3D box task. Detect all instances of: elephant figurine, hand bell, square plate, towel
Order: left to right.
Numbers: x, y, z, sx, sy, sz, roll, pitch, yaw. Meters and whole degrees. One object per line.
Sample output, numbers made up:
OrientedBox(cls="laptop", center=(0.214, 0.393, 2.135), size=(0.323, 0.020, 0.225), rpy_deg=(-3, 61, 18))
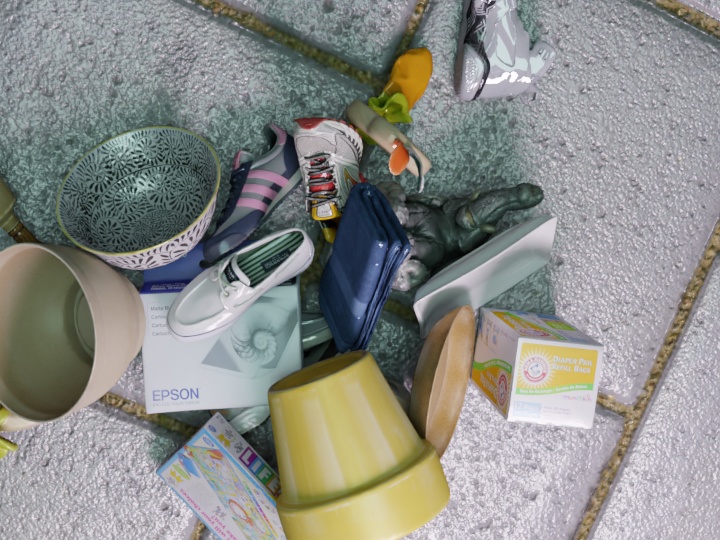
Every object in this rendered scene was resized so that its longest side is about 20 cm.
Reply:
OrientedBox(cls="hand bell", center=(-0.409, -0.046, 1.442), size=(0.104, 0.104, 0.200), rpy_deg=(-43, 114, 0))
OrientedBox(cls="towel", center=(0.000, 0.000, 1.418), size=(0.048, 0.113, 0.201), rpy_deg=(-7, 140, -24))
OrientedBox(cls="elephant figurine", center=(0.103, -0.044, 1.475), size=(0.197, 0.155, 0.144), rpy_deg=(-11, 114, -28))
OrientedBox(cls="square plate", center=(0.149, 0.006, 1.476), size=(0.198, 0.198, 0.029), rpy_deg=(-32, 74, -3))

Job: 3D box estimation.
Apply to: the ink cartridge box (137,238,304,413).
OrientedBox(cls="ink cartridge box", center=(-0.168, 0.066, 1.447), size=(0.196, 0.041, 0.204), rpy_deg=(-4, 91, 0))

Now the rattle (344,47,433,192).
OrientedBox(cls="rattle", center=(0.067, -0.181, 1.419), size=(0.142, 0.200, 0.131), rpy_deg=(-35, 100, -1))

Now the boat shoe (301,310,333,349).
OrientedBox(cls="boat shoe", center=(-0.121, 0.065, 1.496), size=(0.197, 0.070, 0.073), rpy_deg=(-9, 103, -4))

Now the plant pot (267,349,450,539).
OrientedBox(cls="plant pot", center=(-0.018, 0.203, 1.371), size=(0.198, 0.201, 0.191), rpy_deg=(-21, 95, -5))

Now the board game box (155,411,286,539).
OrientedBox(cls="board game box", center=(-0.149, 0.285, 1.487), size=(0.200, 0.034, 0.134), rpy_deg=(47, 130, -2))

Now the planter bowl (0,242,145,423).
OrientedBox(cls="planter bowl", center=(-0.336, 0.063, 1.397), size=(0.198, 0.134, 0.204), rpy_deg=(4, 98, 30))

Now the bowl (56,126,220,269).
OrientedBox(cls="bowl", center=(-0.251, -0.067, 1.424), size=(0.198, 0.202, 0.095), rpy_deg=(-20, 139, -5))

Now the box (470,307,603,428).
OrientedBox(cls="box", center=(0.214, 0.117, 1.486), size=(0.111, 0.200, 0.103), rpy_deg=(6, 98, -9))

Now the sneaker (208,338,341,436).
OrientedBox(cls="sneaker", center=(-0.107, 0.134, 1.508), size=(0.198, 0.074, 0.080), rpy_deg=(-31, 97, -2))

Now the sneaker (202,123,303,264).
OrientedBox(cls="sneaker", center=(-0.140, -0.095, 1.443), size=(0.082, 0.070, 0.201), rpy_deg=(47, 56, -13))

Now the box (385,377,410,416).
OrientedBox(cls="box", center=(-0.008, 0.235, 1.527), size=(0.077, 0.095, 0.202), rpy_deg=(23, 96, -11))

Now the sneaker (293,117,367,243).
OrientedBox(cls="sneaker", center=(-0.033, -0.107, 1.421), size=(0.077, 0.201, 0.083), rpy_deg=(2, 56, 20))

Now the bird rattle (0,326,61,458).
OrientedBox(cls="bird rattle", center=(-0.444, 0.128, 1.464), size=(0.161, 0.113, 0.203), rpy_deg=(-10, 87, -18))

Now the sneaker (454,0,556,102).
OrientedBox(cls="sneaker", center=(0.185, -0.306, 1.485), size=(0.113, 0.075, 0.203), rpy_deg=(6, 103, -10))

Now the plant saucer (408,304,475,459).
OrientedBox(cls="plant saucer", center=(0.098, 0.138, 1.491), size=(0.035, 0.200, 0.204), rpy_deg=(12, 97, 17))

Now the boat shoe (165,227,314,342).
OrientedBox(cls="boat shoe", center=(-0.145, 0.007, 1.397), size=(0.199, 0.067, 0.074), rpy_deg=(-37, 73, -11))
